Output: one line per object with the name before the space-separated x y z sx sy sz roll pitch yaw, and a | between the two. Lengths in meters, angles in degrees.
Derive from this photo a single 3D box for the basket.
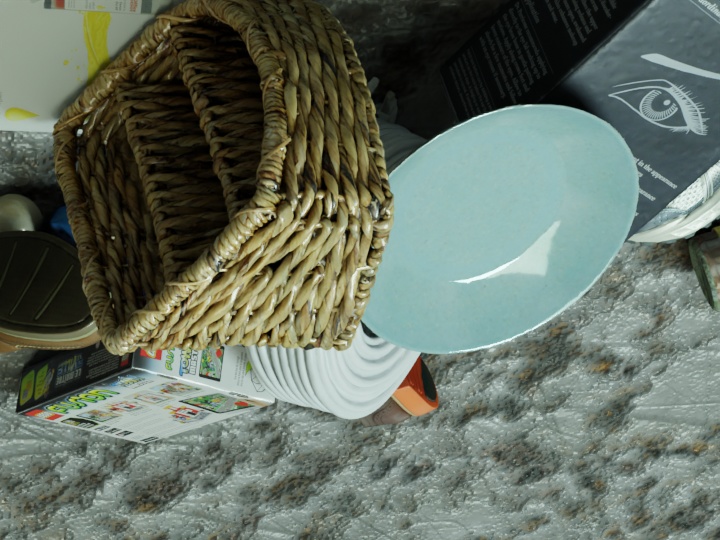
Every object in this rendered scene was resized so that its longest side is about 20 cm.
basket | -0.080 -0.065 1.087 0.148 0.200 0.143 1 134 -20

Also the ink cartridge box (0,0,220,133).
ink cartridge box | -0.170 -0.161 1.171 0.199 0.084 0.145 1 133 -18

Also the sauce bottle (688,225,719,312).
sauce bottle | 0.349 -0.028 1.462 0.199 0.065 0.065 -20 135 4

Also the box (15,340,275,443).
box | -0.153 0.081 1.371 0.110 0.035 0.200 17 159 -29

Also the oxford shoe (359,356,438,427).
oxford shoe | -0.019 0.064 1.442 0.072 0.071 0.200 -28 135 18

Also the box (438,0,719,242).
box | 0.177 -0.133 1.283 0.148 0.105 0.200 30 118 -36

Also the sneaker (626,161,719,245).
sneaker | 0.246 -0.100 1.369 0.200 0.078 0.086 -37 123 8

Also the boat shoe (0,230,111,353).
boat shoe | -0.232 0.017 1.284 0.199 0.072 0.068 15 152 33

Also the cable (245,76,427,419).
cable | 0.000 0.000 1.302 0.069 0.200 0.200 19 142 27

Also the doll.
doll | -0.159 0.000 1.315 0.199 0.049 0.137 20 149 -6

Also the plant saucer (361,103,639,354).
plant saucer | 0.079 -0.033 1.239 0.200 0.039 0.202 -13 134 -14
